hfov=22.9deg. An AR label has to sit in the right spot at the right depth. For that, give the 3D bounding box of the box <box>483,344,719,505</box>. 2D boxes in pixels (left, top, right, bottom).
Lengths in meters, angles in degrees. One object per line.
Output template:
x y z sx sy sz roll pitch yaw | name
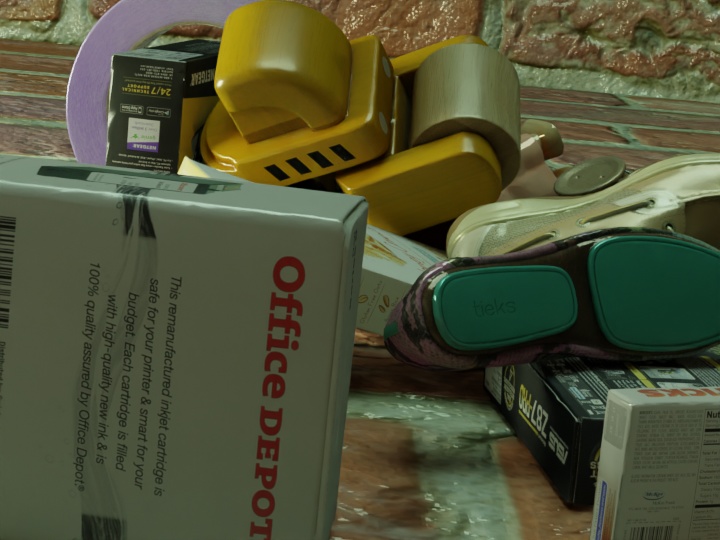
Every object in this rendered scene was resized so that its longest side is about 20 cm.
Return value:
0.160 0.070 0.909 0.161 0.049 0.200 1 11 -9 | box

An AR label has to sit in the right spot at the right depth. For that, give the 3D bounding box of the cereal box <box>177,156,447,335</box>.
0.000 0.000 1.023 0.200 0.040 0.144 19 11 -35 | cereal box

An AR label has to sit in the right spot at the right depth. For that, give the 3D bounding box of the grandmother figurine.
0.059 -0.028 1.200 0.200 0.121 0.061 -26 -9 -25 | grandmother figurine

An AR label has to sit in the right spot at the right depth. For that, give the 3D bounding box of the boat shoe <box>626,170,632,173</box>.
0.241 -0.034 1.259 0.200 0.062 0.073 13 16 32 | boat shoe

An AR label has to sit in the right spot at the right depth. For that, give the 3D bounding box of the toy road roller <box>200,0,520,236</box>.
-0.008 -0.104 1.124 0.200 0.146 0.123 -16 41 18 | toy road roller

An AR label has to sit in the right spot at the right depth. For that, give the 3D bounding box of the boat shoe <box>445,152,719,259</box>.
0.147 -0.011 0.962 0.200 0.072 0.065 -9 37 5 | boat shoe

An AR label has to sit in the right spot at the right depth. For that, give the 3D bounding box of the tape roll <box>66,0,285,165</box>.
-0.119 -0.122 1.348 0.200 0.200 0.066 6 11 4 | tape roll

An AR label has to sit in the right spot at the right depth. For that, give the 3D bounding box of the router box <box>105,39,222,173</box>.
-0.121 -0.075 1.220 0.052 0.157 0.200 7 12 10 | router box

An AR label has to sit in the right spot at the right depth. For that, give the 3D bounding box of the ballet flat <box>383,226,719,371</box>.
0.100 0.018 0.890 0.200 0.069 0.071 -6 -6 -27 | ballet flat

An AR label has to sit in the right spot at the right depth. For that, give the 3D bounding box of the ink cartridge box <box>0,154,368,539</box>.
-0.103 0.034 0.713 0.200 0.146 0.084 7 10 5 | ink cartridge box

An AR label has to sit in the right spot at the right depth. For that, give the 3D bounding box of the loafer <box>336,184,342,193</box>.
0.068 -0.021 1.304 0.200 0.073 0.071 18 -7 17 | loafer

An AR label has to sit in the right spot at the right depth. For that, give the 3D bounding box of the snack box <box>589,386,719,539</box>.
0.194 0.087 0.773 0.200 0.072 0.024 1 12 -23 | snack box

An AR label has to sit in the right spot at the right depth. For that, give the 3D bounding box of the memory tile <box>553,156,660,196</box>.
0.165 -0.023 1.085 0.153 0.017 0.200 -38 26 -29 | memory tile

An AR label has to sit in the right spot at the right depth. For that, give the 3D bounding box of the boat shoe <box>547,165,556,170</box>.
0.085 -0.039 1.392 0.200 0.073 0.065 1 -25 38 | boat shoe
